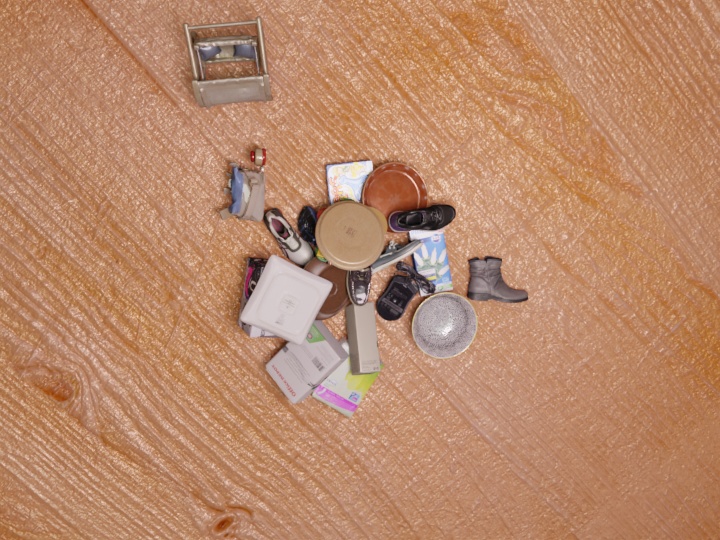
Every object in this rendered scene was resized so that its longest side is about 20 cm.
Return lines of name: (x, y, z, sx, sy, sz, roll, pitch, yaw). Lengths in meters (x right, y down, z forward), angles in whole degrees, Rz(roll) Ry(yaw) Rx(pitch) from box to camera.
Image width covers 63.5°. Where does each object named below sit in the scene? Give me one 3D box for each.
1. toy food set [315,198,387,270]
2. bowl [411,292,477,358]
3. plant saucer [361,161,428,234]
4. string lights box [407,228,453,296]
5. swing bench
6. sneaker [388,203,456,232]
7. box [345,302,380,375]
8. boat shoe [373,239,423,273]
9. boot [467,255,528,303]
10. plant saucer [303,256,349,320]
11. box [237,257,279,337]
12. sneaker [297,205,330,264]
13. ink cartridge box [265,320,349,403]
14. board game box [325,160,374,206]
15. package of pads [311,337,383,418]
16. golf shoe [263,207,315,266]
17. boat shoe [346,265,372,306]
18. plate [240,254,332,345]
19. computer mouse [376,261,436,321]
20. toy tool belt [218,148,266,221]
toy food set: (-0.030, -0.097, 1.566, 0.195, 0.049, 0.203, 17, 73, -7)
bowl: (0.241, 0.152, 1.742, 0.197, 0.094, 0.204, -2, 103, -7)
plant saucer: (0.097, -0.204, 1.651, 0.197, 0.032, 0.204, -1, 93, -14)
string lights box: (0.204, -0.036, 1.718, 0.101, 0.059, 0.203, -12, 102, -1)
swing bench: (-0.341, -0.537, 1.522, 0.196, 0.130, 0.203, -8, 103, -5)
sneaker: (0.183, -0.141, 1.614, 0.197, 0.087, 0.077, -12, 95, -14)
box: (0.006, 0.198, 1.690, 0.067, 0.082, 0.203, 0, 77, -22)
boat shoe: (0.087, -0.050, 1.674, 0.198, 0.073, 0.062, -28, 86, 28)
boot: (0.419, 0.026, 1.753, 0.197, 0.070, 0.134, 3, 96, -11)
plant saucer: (-0.090, 0.050, 1.665, 0.198, 0.036, 0.204, -14, 112, -37)
box: (-0.259, 0.077, 1.640, 0.131, 0.114, 0.203, 4, 102, -34)
sneaker: (-0.109, -0.099, 1.645, 0.075, 0.078, 0.201, -44, 68, 30)
ink cartridge box: (-0.155, 0.264, 1.691, 0.200, 0.084, 0.146, -44, 75, 12)
board game box: (-0.025, -0.208, 1.671, 0.133, 0.034, 0.203, -7, 102, -5)
package of pads: (-0.046, 0.321, 1.760, 0.153, 0.068, 0.201, 31, 96, -13)
golf shoe: (-0.205, -0.085, 1.651, 0.077, 0.088, 0.200, -41, 104, 1)
boat shoe: (0.000, 0.000, 1.646, 0.071, 0.065, 0.204, 5, 87, -8)
plate: (-0.197, 0.088, 1.578, 0.198, 0.032, 0.202, 26, 95, -25)
computer mouse: (0.122, 0.067, 1.711, 0.138, 0.053, 0.201, 35, 122, -3)
toy tool belt: (-0.323, -0.235, 1.590, 0.121, 0.125, 0.203, 2, 101, -15)
